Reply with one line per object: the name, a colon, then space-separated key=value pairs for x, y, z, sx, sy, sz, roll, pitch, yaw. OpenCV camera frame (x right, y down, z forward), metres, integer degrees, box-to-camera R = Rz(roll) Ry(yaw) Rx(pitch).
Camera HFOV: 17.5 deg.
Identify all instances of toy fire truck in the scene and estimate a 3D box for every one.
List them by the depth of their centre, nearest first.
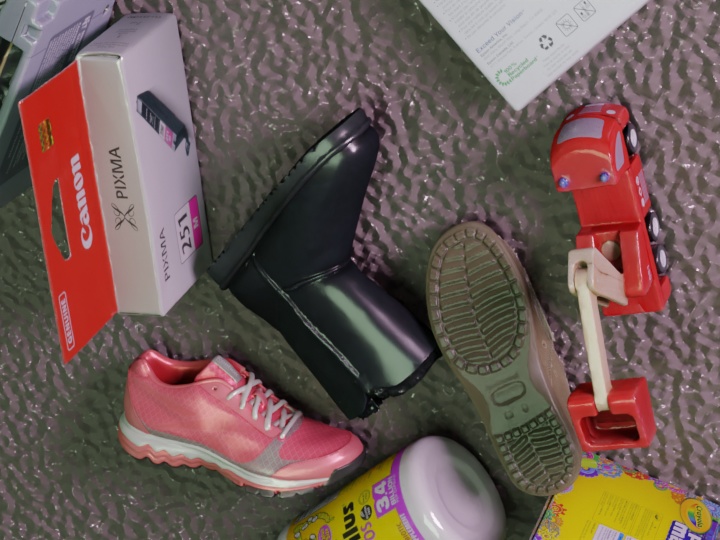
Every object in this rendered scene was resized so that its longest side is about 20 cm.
toy fire truck: x=0.163 y=0.003 z=1.560 sx=0.048 sy=0.141 sz=0.201 roll=-7 pitch=112 yaw=24

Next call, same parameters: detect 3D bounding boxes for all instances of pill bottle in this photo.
pill bottle: x=0.006 y=0.211 z=1.744 sx=0.200 sy=0.104 sz=0.104 roll=-36 pitch=99 yaw=31

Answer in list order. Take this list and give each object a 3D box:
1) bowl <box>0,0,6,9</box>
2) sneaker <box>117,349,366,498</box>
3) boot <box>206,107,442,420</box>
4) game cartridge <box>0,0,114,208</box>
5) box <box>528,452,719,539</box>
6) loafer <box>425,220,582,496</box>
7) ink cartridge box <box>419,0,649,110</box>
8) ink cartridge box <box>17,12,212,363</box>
bowl: x=-0.331 y=-0.213 z=1.654 sx=0.094 sy=0.200 sz=0.202 roll=33 pitch=137 yaw=58
sneaker: x=-0.092 y=0.110 z=1.751 sx=0.199 sy=0.074 sz=0.087 roll=10 pitch=116 yaw=17
boot: x=0.000 y=0.000 z=1.657 sx=0.168 sy=0.076 sz=0.200 roll=43 pitch=129 yaw=1
game cartridge: x=-0.234 y=-0.130 z=1.653 sx=0.040 sy=0.133 sz=0.201 roll=34 pitch=121 yaw=11
box: x=0.157 y=0.270 z=1.658 sx=0.121 sy=0.200 sz=0.194 roll=22 pitch=121 yaw=9
loafer: x=0.103 y=0.062 z=1.657 sx=0.076 sy=0.067 sz=0.201 roll=-18 pitch=91 yaw=14
ink cartridge box: x=0.108 y=-0.238 z=1.522 sx=0.200 sy=0.041 sz=0.199 roll=48 pitch=122 yaw=-6
ink cartridge box: x=-0.168 y=-0.059 z=1.638 sx=0.043 sy=0.174 sz=0.201 roll=2 pitch=116 yaw=20
